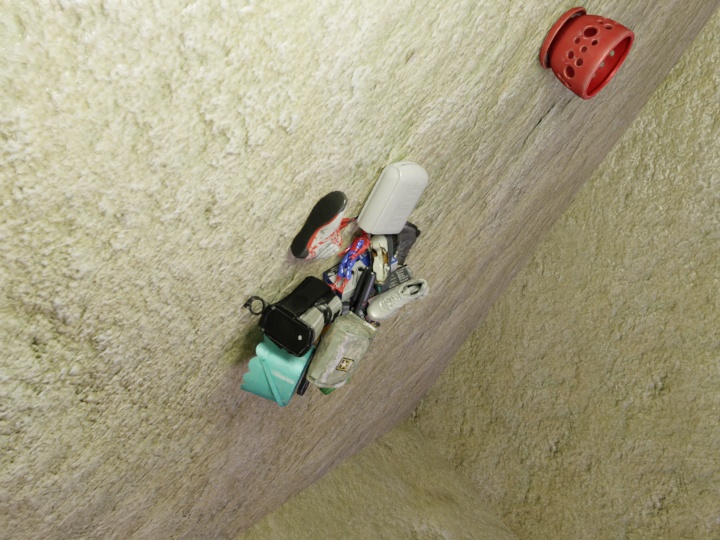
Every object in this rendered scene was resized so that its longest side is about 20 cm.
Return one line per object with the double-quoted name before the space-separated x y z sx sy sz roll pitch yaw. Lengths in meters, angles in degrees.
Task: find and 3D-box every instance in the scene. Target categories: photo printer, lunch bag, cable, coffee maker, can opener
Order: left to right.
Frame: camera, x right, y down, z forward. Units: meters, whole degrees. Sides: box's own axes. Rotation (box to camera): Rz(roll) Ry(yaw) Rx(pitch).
"coffee maker" -0.160 0.095 1.442 0.134 0.192 0.200 -35 -174 29
"cable" -0.118 0.258 1.571 0.097 0.050 0.201 100 13 -68
"lunch bag" -0.052 0.207 1.438 0.165 0.117 0.200 -59 170 11
"can opener" -0.005 0.080 1.534 0.078 0.063 0.201 -4 132 -48
"photo printer" 0.091 -0.193 1.469 0.166 0.069 0.201 -9 133 -55

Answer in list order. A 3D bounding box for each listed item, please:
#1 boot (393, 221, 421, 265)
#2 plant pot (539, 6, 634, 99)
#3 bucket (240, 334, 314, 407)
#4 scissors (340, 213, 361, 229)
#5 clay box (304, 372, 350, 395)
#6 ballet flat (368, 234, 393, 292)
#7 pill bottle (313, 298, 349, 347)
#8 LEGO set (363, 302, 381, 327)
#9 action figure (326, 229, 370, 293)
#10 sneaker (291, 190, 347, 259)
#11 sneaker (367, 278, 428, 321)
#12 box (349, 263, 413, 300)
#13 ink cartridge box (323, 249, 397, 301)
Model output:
"boot" 0.120 -0.080 1.680 0.132 0.070 0.200 -64 155 1
"plant pot" 0.613 -0.603 1.544 0.200 0.182 0.201 -36 155 -20
"bucket" -0.222 0.261 1.523 0.207 0.134 0.208 25 90 -88
"scissors" -0.033 -0.125 1.460 0.200 0.014 0.073 -21 145 -47
"clay box" -0.126 0.279 1.731 0.115 0.200 0.048 -26 151 -39
"ballet flat" 0.054 -0.041 1.549 0.073 0.201 0.073 0 164 0
"pill bottle" -0.094 0.136 1.661 0.111 0.111 0.201 -27 151 -37
"LEGO set" -0.022 0.204 1.835 0.200 0.153 0.116 -45 126 -29
"action figure" -0.026 -0.036 1.529 0.052 0.065 0.201 39 74 -35
"sneaker" -0.073 -0.104 1.338 0.108 0.067 0.202 6 131 -51
"sneaker" 0.107 0.078 1.624 0.199 0.075 0.081 -30 169 -5
"box" 0.062 0.042 1.707 0.199 0.044 0.160 -25 180 4
"ink cartridge box" 0.000 0.000 1.602 0.199 0.094 0.044 -30 153 -23
